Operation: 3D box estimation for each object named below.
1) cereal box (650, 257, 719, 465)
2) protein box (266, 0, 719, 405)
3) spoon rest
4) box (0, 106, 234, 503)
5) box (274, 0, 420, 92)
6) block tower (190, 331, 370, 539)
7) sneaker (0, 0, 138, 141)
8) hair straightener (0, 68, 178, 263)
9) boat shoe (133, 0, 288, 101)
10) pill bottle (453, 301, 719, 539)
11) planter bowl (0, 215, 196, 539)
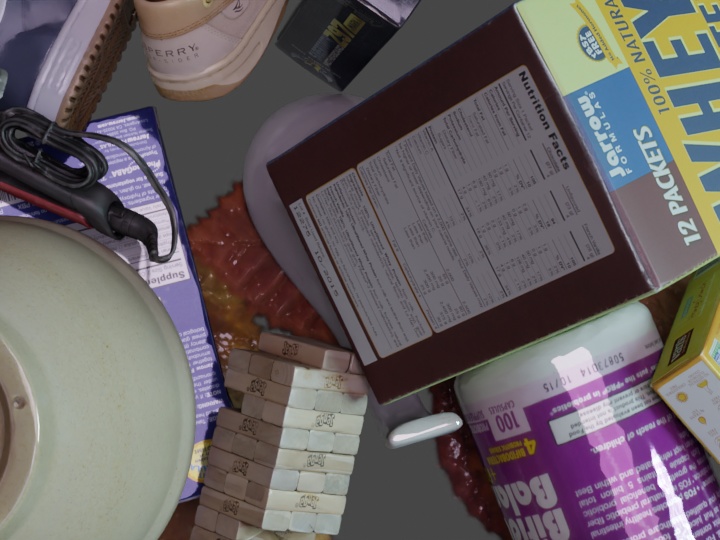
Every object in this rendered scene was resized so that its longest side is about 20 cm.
[{"bbox_3d":[0.239,0.089,0.991,0.039,0.144,0.200,-37,100,32],"label":"cereal box"},{"bbox_3d":[0.103,-0.055,0.917,0.198,0.200,0.136,-26,89,-40],"label":"protein box"},{"bbox_3d":[0.000,0.000,1.005,0.099,0.061,0.201,-13,73,-13],"label":"spoon rest"},{"bbox_3d":[-0.139,0.028,0.979,0.120,0.032,0.202,-14,85,-12],"label":"box"},{"bbox_3d":[0.039,-0.197,0.975,0.051,0.158,0.201,35,79,-5],"label":"box"},{"bbox_3d":[-0.048,0.134,0.950,0.054,0.058,0.202,10,91,-41],"label":"block tower"},{"bbox_3d":[-0.158,-0.168,0.979,0.108,0.070,0.201,21,69,6],"label":"sneaker"},{"bbox_3d":[-0.175,-0.059,0.922,0.199,0.077,0.041,28,59,8],"label":"hair straightener"},{"bbox_3d":[-0.060,-0.178,0.964,0.073,0.069,0.201,2,52,22],"label":"boat shoe"},{"bbox_3d":[0.132,0.127,0.981,0.112,0.112,0.201,-22,87,-12],"label":"pill bottle"},{"bbox_3d":[-0.186,0.072,0.885,0.198,0.135,0.202,0,89,6],"label":"planter bowl"}]
